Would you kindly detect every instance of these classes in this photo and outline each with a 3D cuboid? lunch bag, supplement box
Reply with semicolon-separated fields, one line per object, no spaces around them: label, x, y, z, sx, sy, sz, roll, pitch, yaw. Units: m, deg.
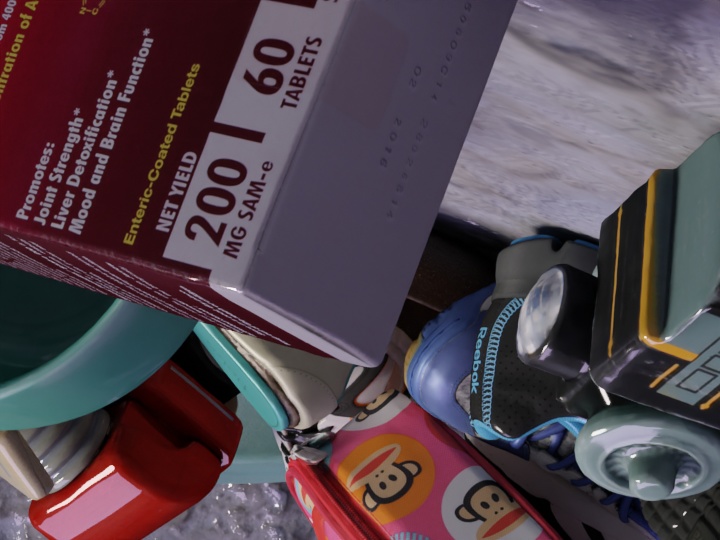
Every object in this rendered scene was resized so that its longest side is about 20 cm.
lunch bag;0.045;0.141;1.044;0.176;0.082;0.200;46;168;38
supplement box;-0.067;-0.053;0.625;0.200;0.109;0.061;13;169;40

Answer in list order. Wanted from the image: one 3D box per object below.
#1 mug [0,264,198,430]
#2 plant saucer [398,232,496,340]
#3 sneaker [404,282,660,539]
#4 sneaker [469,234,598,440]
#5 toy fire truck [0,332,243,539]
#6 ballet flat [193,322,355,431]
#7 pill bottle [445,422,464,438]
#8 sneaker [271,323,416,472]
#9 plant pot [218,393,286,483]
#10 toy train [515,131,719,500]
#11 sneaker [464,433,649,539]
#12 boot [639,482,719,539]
mug;-0.118;-0.041;0.784;0.152;0.186;0.114;-5;170;10
plant saucer;0.000;0.000;1.078;0.200;0.037;0.200;21;172;3
sneaker;0.110;0.065;0.994;0.200;0.075;0.088;16;-149;-34
sneaker;0.134;0.057;0.944;0.200;0.082;0.073;21;170;-9
toy fire truck;-0.134;0.060;1.048;0.129;0.200;0.176;-34;114;31
ballet flat;-0.073;-0.024;0.962;0.200;0.069;0.069;46;170;-2
pill bottle;0.137;0.107;1.180;0.200;0.109;0.109;17;171;30
sneaker;-0.011;0.059;1.099;0.074;0.080;0.200;19;170;29
plant pot;-0.111;0.047;1.338;0.200;0.142;0.141;12;171;8
toy train;0.148;0.033;0.704;0.200;0.085;0.114;21;146;-16
sneaker;0.118;0.142;1.090;0.200;0.112;0.073;30;-149;23
boot;0.166;0.091;0.820;0.130;0.068;0.200;23;-150;-9
